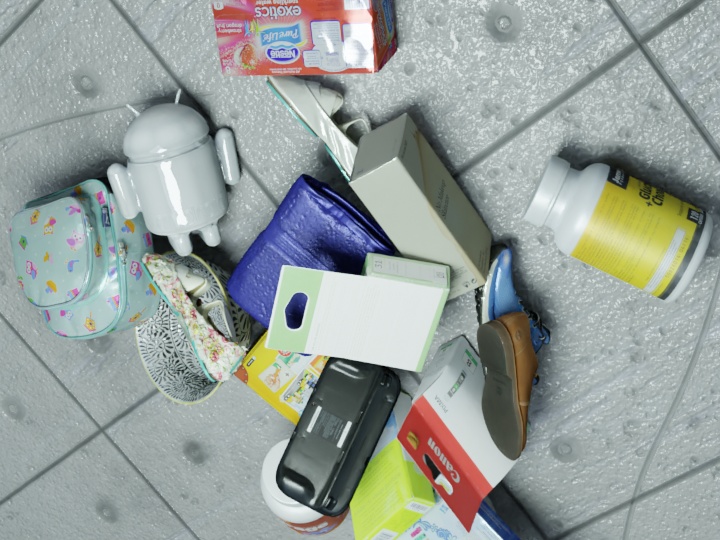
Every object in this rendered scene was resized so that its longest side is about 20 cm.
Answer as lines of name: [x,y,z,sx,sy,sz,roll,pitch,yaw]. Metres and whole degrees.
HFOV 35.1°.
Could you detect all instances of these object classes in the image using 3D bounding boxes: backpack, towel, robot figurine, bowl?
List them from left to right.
backpack: [-0.358,-0.010,1.495,0.173,0.153,0.204,-13,95,30]
robot figurine: [-0.234,-0.124,1.446,0.167,0.113,0.203,-22,112,-18]
bowl: [-0.207,0.072,1.529,0.198,0.093,0.205,4,96,42]
towel: [-0.063,-0.006,1.397,0.147,0.050,0.201,40,118,1]

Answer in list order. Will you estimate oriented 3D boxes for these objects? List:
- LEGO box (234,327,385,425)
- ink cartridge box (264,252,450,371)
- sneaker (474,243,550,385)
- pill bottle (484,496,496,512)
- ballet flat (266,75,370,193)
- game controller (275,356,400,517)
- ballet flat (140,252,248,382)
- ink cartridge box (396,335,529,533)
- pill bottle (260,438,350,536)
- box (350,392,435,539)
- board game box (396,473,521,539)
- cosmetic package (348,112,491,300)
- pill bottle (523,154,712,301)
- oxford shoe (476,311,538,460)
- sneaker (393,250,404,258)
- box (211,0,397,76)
LEGO box: [-0.054,0.106,1.522,0.148,0.077,0.200,39,121,-5]
ink cartridge box: [-0.005,0.045,1.349,0.196,0.048,0.147,10,133,-7]
sneaker: [0.191,0.060,1.430,0.087,0.079,0.203,-7,113,2]
pill bottle: [0.090,0.381,1.592,0.198,0.112,0.112,-26,105,28]
ballet flat: [-0.031,-0.177,1.390,0.069,0.070,0.201,-33,106,29]
game controller: [-0.028,0.203,1.438,0.103,0.042,0.203,24,81,11]
ballet flat: [-0.204,0.048,1.430,0.064,0.076,0.201,-36,72,4]
ink cartridge box: [0.133,0.202,1.436,0.050,0.201,0.162,-30,105,31]
pill bottle: [-0.075,0.292,1.546,0.110,0.114,0.200,13,161,12]
box: [0.030,0.257,1.526,0.047,0.202,0.122,23,126,-31]
board game box: [0.122,0.397,1.492,0.200,0.043,0.200,45,114,13]
cosmetic package: [0.075,-0.072,1.354,0.072,0.104,0.201,-23,121,26]
pill bottle: [0.293,-0.054,1.308,0.197,0.112,0.113,26,121,4]
oxford shoe: [0.191,0.143,1.391,0.071,0.071,0.203,30,135,46]
sneaker: [0.000,0.000,1.451,0.198,0.081,0.077,31,119,0]
box: [-0.064,-0.287,1.320,0.196,0.096,0.101,2,116,18]
